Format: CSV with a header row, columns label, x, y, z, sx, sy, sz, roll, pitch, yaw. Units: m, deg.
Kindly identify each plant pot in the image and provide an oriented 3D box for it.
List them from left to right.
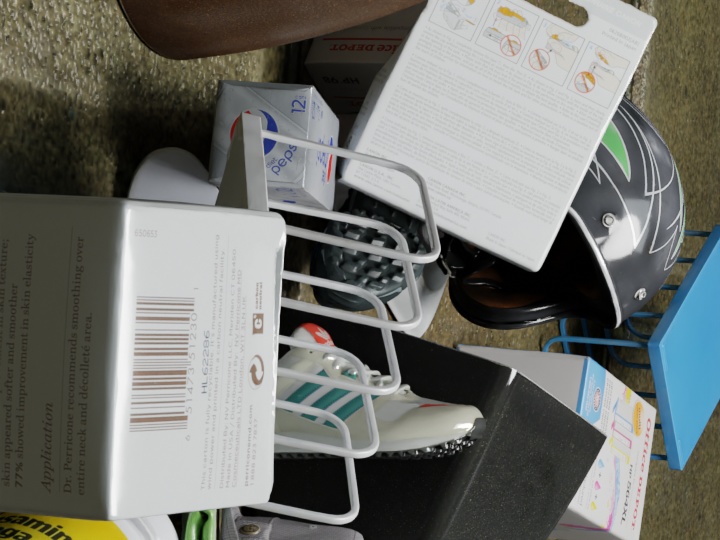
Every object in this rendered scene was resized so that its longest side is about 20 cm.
label,x,y,z,sx,sy,sz,roll,pitch,yaw
plant pot,-0.031,-0.228,1.586,0.187,0.200,0.187,-13,105,-62
plant pot,0.030,0.150,1.781,0.199,0.200,0.178,36,74,-59

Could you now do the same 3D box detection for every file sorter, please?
label,x,y,z,sx,sy,sz,roll,pitch,yaw
file sorter,-0.038,0.033,1.498,0.139,0.124,0.200,-100,-156,-61
file sorter,0.264,0.066,2.280,0.200,0.122,0.139,-53,138,-48

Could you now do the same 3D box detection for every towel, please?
label,x,y,z,sx,sy,sz,roll,pitch,yaw
towel,-0.106,0.207,1.581,0.200,0.031,0.150,-139,-132,-87

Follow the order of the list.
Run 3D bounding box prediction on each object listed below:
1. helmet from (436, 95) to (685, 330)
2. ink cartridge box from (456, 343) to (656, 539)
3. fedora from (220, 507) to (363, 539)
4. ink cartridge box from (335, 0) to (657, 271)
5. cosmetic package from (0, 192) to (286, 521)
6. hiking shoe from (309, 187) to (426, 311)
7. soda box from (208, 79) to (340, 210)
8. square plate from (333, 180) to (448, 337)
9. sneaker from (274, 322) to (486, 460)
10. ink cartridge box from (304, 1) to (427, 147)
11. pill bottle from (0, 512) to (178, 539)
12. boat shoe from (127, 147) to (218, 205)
label,x,y,z,sx,sy,sz,roll,pitch,yaw
helmet,0.151,-0.051,1.872,0.200,0.190,0.201,-5,90,-80
ink cartridge box,0.164,0.153,2.092,0.200,0.125,0.129,33,64,-59
fedora,-0.034,0.223,1.623,0.200,0.090,0.177,-78,157,-81
ink cartridge box,0.093,-0.122,1.738,0.200,0.162,0.050,-65,-168,1
cosmetic package,-0.169,0.042,1.347,0.166,0.200,0.168,1,93,-62
hiking shoe,0.000,0.000,1.745,0.087,0.074,0.200,-59,-179,20
soda box,-0.055,-0.080,1.632,0.200,0.063,0.068,28,66,-85
square plate,0.048,-0.075,1.945,0.200,0.028,0.198,59,42,-47
sneaker,-0.014,0.081,1.664,0.070,0.199,0.094,16,73,-71
ink cartridge box,0.037,-0.178,1.814,0.067,0.116,0.200,58,43,-49
pill bottle,-0.190,0.195,1.422,0.200,0.112,0.113,-31,120,-59
boat shoe,-0.114,0.017,1.614,0.057,0.068,0.200,-130,-151,-78
